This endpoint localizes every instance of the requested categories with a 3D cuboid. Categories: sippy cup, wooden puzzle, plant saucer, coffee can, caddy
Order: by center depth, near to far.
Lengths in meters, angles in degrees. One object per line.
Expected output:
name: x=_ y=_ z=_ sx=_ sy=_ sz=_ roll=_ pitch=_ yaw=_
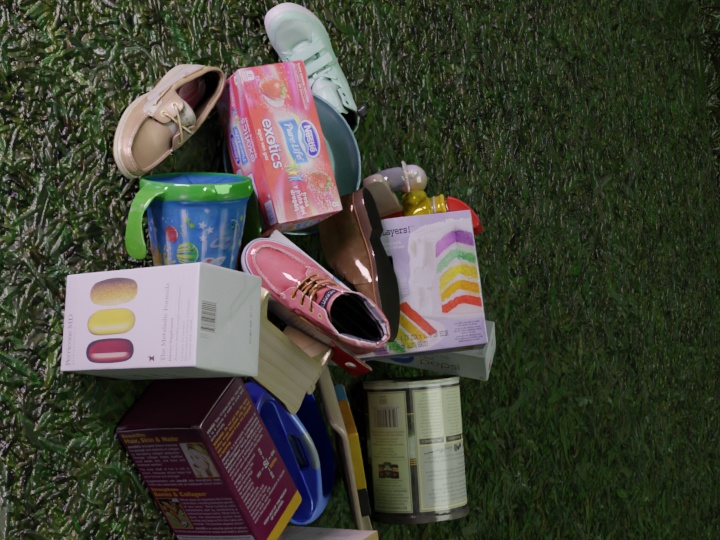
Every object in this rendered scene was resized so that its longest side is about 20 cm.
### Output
sippy cup: x=-0.197 y=-0.046 z=1.599 sx=0.176 sy=0.140 sz=0.132 roll=-1 pitch=100 yaw=-15
caddy: x=-0.100 y=0.231 z=1.720 sx=0.141 sy=0.104 sz=0.202 roll=-47 pitch=124 yaw=-49
plant saucer: x=-0.095 y=-0.143 z=1.778 sx=0.198 sy=0.036 sz=0.202 roll=5 pitch=77 yaw=-25
wooden puzzle: x=-0.017 y=0.241 z=1.802 sx=0.185 sy=0.037 sz=0.202 roll=-111 pitch=-174 yaw=-64
coffee can: x=0.081 y=0.259 z=1.957 sx=0.146 sy=0.145 sz=0.202 roll=0 pitch=87 yaw=-56

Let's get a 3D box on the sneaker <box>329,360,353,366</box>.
sneaker: x=-0.041 y=0.075 z=1.820 sx=0.200 sy=0.070 sz=0.074 roll=52 pitch=47 yaw=-61

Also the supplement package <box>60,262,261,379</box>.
supplement package: x=-0.220 y=0.060 z=1.474 sx=0.109 sy=0.198 sz=0.115 roll=16 pitch=72 yaw=-55

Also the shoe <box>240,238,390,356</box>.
shoe: x=-0.051 y=0.027 z=1.573 sx=0.200 sy=0.091 sz=0.072 roll=39 pitch=76 yaw=-6

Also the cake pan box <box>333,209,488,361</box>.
cake pan box: x=0.061 y=0.021 z=1.783 sx=0.052 sy=0.198 sz=0.186 roll=103 pitch=-18 yaw=-79

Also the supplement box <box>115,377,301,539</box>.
supplement box: x=-0.177 y=0.231 z=1.585 sx=0.103 sy=0.130 sz=0.201 roll=-54 pitch=130 yaw=-46

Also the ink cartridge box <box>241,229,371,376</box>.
ink cartridge box: x=-0.056 y=0.044 z=1.679 sx=0.200 sy=0.116 sz=0.067 roll=39 pitch=77 yaw=-4

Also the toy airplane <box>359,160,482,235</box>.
toy airplane: x=0.054 y=-0.084 z=1.919 sx=0.198 sy=0.200 sz=0.143 roll=18 pitch=73 yaw=-24

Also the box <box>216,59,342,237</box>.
box: x=-0.106 y=-0.152 z=1.698 sx=0.094 sy=0.102 sz=0.202 roll=-13 pitch=85 yaw=-28

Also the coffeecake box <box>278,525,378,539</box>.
coffeecake box: x=-0.096 y=0.369 z=1.627 sx=0.153 sy=0.198 sz=0.074 roll=-18 pitch=102 yaw=-55

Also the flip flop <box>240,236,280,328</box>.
flip flop: x=-0.118 y=0.014 z=1.764 sx=0.081 sy=0.057 sz=0.202 roll=21 pitch=69 yaw=-54

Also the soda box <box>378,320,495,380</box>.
soda box: x=0.094 y=0.101 z=1.943 sx=0.068 sy=0.198 sz=0.064 roll=79 pitch=24 yaw=-55

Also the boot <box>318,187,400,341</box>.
boot: x=0.000 y=0.000 z=1.735 sx=0.074 sy=0.075 sz=0.202 roll=16 pitch=58 yaw=-71

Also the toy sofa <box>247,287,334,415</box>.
toy sofa: x=-0.121 y=0.087 z=1.591 sx=0.098 sy=0.082 sz=0.200 roll=-58 pitch=147 yaw=-9

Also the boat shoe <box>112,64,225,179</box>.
boat shoe: x=-0.228 y=-0.187 z=1.612 sx=0.074 sy=0.066 sz=0.201 roll=59 pitch=41 yaw=-33

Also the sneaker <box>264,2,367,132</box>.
sneaker: x=-0.057 y=-0.272 z=1.836 sx=0.201 sy=0.073 sz=0.119 roll=51 pitch=11 yaw=-43
